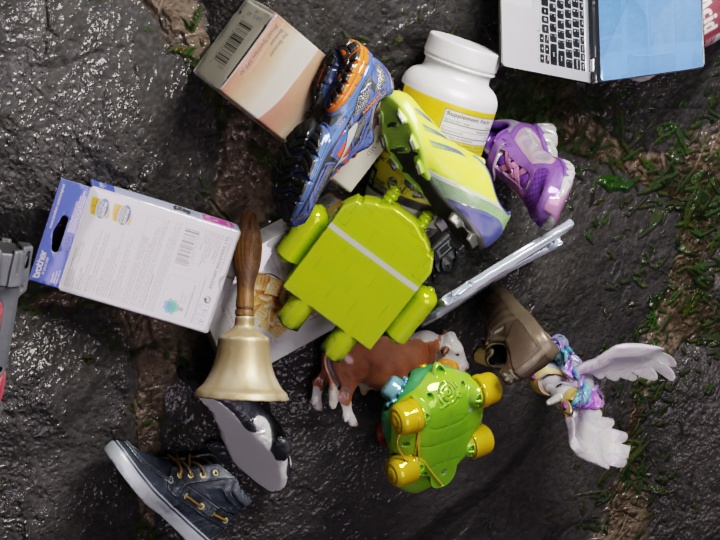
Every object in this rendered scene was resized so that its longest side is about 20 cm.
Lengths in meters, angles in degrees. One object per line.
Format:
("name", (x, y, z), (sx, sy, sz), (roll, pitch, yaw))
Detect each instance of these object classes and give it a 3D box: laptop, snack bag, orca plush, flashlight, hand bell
("laptop", (0.261, -0.312, 1.666), (0.198, 0.116, 0.189), (6, 78, -30))
("snack bag", (0.156, 0.005, 1.765), (0.188, 0.200, 0.022), (-31, 87, -12))
("orca plush", (-0.137, 0.167, 1.763), (0.105, 0.071, 0.200), (-25, 122, 39))
("flashlight", (-0.392, 0.067, 1.571), (0.067, 0.068, 0.202), (14, 105, 8))
("hand bell", (-0.123, 0.038, 1.642), (0.103, 0.104, 0.202), (5, 87, -29))

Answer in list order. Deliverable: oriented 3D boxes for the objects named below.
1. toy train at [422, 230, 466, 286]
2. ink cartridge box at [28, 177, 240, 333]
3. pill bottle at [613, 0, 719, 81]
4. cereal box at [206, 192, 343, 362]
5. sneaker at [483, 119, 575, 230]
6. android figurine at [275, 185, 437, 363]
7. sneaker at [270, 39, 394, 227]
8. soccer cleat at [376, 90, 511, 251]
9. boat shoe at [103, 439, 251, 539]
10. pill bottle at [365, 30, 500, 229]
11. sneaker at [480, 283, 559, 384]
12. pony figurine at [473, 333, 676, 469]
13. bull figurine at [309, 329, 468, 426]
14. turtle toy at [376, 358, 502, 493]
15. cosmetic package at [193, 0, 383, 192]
("toy train", (0.052, 0.014, 1.761), (0.200, 0.034, 0.046), (-43, 123, -29))
("ink cartridge box", (-0.238, -0.019, 1.607), (0.198, 0.042, 0.120), (16, 103, -18))
("pill bottle", (0.383, -0.314, 1.775), (0.199, 0.114, 0.115), (-30, 122, -13))
("cereal box", (-0.088, 0.020, 1.720), (0.199, 0.040, 0.145), (-30, 121, -14))
("sneaker", (0.183, -0.116, 1.724), (0.088, 0.201, 0.081), (19, 115, -15))
("android figurine", (0.000, 0.000, 1.665), (0.181, 0.041, 0.201), (34, 106, -7))
("sneaker", (-0.024, -0.132, 1.564), (0.078, 0.075, 0.201), (21, 103, -35))
("soccer cleat", (0.089, -0.113, 1.623), (0.084, 0.065, 0.201), (-42, 107, -26))
("boat shoe", (-0.208, 0.234, 1.739), (0.091, 0.071, 0.201), (-43, 131, -6))
("pill bottle", (0.085, -0.157, 1.690), (0.112, 0.112, 0.202), (10, 106, -30))
("sneaker", (0.168, 0.074, 1.789), (0.075, 0.200, 0.071), (-39, 106, 1))
("pony figurine", (0.260, 0.139, 1.857), (0.192, 0.200, 0.168), (12, 105, -31))
("bull figurine", (0.033, 0.121, 1.812), (0.198, 0.065, 0.122), (7, 110, -30))
("turtle toy", (0.076, 0.184, 1.771), (0.145, 0.101, 0.202), (-16, 129, -28))
("cosmetic package", (-0.065, -0.185, 1.615), (0.199, 0.087, 0.104), (35, 92, -34))
